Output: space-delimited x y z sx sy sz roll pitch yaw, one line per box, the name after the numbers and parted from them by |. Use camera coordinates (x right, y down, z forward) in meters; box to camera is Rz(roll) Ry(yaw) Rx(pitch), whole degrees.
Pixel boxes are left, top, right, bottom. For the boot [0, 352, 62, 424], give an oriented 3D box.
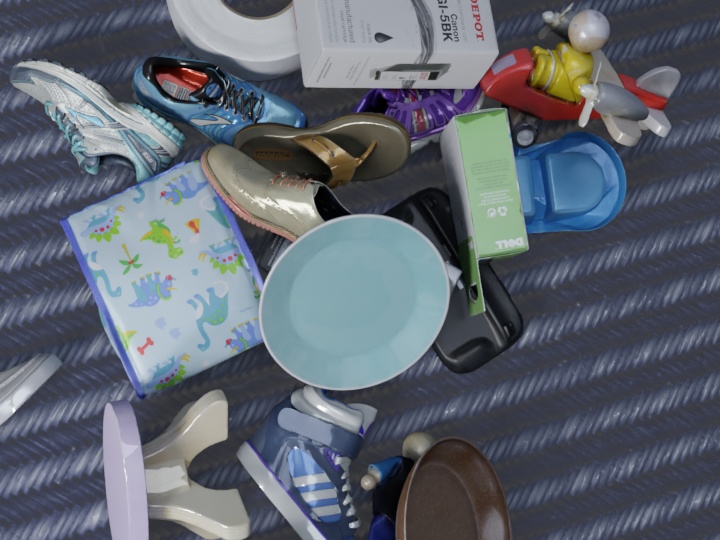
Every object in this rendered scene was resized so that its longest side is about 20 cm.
-0.406 0.128 1.275 0.199 0.074 0.096 -41 95 -11 | boot

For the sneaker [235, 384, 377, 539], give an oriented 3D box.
-0.020 0.214 1.315 0.146 0.081 0.200 -41 83 -8 | sneaker

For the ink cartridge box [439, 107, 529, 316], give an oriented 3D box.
0.133 -0.059 1.318 0.058 0.104 0.204 -8 86 -6 | ink cartridge box

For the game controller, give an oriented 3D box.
0.095 0.011 1.391 0.103 0.042 0.202 -32 86 3 | game controller

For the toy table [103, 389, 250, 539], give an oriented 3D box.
-0.190 0.208 1.256 0.115 0.202 0.185 -9 49 -19 | toy table

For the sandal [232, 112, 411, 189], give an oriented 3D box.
-0.043 -0.119 1.326 0.196 0.081 0.054 0 40 10 | sandal

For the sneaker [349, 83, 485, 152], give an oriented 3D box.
0.055 -0.179 1.373 0.199 0.084 0.081 -35 50 -12 | sneaker

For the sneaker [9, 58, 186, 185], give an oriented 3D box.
-0.290 -0.155 1.336 0.198 0.078 0.087 27 82 -3 | sneaker

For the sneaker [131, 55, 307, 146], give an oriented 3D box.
-0.152 -0.178 1.352 0.197 0.090 0.080 16 79 -7 | sneaker

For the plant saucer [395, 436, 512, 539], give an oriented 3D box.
0.092 0.275 1.299 0.199 0.036 0.204 21 63 -49 | plant saucer

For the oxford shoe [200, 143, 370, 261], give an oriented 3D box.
-0.071 -0.076 1.278 0.199 0.074 0.071 34 39 -2 | oxford shoe

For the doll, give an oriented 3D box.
0.044 0.261 1.311 0.136 0.048 0.202 44 47 -36 | doll

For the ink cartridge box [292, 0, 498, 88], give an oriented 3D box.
0.035 -0.275 1.323 0.196 0.083 0.149 -3 72 -18 | ink cartridge box

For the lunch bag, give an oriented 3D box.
-0.196 0.005 1.299 0.168 0.127 0.203 -25 96 -11 | lunch bag

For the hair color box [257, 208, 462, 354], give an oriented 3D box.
0.000 0.000 1.345 0.198 0.061 0.100 28 87 4 | hair color box

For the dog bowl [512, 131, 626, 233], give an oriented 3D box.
0.197 -0.092 1.411 0.196 0.050 0.114 -5 82 -8 | dog bowl

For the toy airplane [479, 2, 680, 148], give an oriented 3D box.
0.254 -0.213 1.361 0.198 0.143 0.198 28 43 30 | toy airplane

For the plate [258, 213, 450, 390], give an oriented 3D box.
-0.007 0.030 1.265 0.196 0.026 0.203 -7 120 -11 | plate

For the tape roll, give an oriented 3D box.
-0.117 -0.317 1.388 0.199 0.071 0.206 1 82 -8 | tape roll
